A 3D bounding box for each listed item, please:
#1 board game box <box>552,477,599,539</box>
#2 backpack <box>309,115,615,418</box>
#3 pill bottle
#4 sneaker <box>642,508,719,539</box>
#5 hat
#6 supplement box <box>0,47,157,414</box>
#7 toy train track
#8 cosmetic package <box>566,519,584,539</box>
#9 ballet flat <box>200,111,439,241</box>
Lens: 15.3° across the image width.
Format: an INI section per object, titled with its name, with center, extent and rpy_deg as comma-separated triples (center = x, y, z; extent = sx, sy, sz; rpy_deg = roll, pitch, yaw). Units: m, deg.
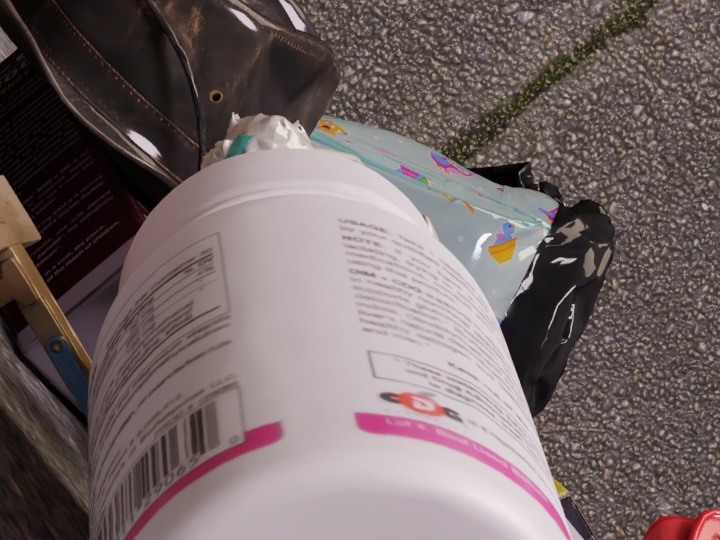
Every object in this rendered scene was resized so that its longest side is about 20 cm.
[board game box]
center = 0.073, 0.147, 1.283
extent = 0.165, 0.057, 0.200
rpy_deg = 58, -9, -24
[backpack]
center = -0.006, 0.004, 1.139
extent = 0.200, 0.167, 0.127
rpy_deg = 25, -3, -1
[pill bottle]
center = -0.012, 0.049, 0.676
extent = 0.113, 0.113, 0.200
rpy_deg = 50, 11, -23
[sneaker]
center = 0.072, 0.118, 0.755
extent = 0.200, 0.078, 0.116
rpy_deg = 36, 32, -49
[hat]
center = -0.059, -0.076, 0.957
extent = 0.201, 0.081, 0.201
rpy_deg = 47, 3, -3
[supplement box]
center = -0.086, 0.001, 0.965
extent = 0.109, 0.061, 0.200
rpy_deg = 48, 3, -31
[toy train track]
center = -0.096, 0.027, 0.768
extent = 0.200, 0.032, 0.115
rpy_deg = 58, 2, -2
[cosmetic package]
center = 0.011, 0.094, 0.888
extent = 0.071, 0.101, 0.200
rpy_deg = 51, 1, 27
[ballet flat]
center = 0.000, 0.000, 0.881
extent = 0.072, 0.072, 0.200
rpy_deg = 52, 5, 26
